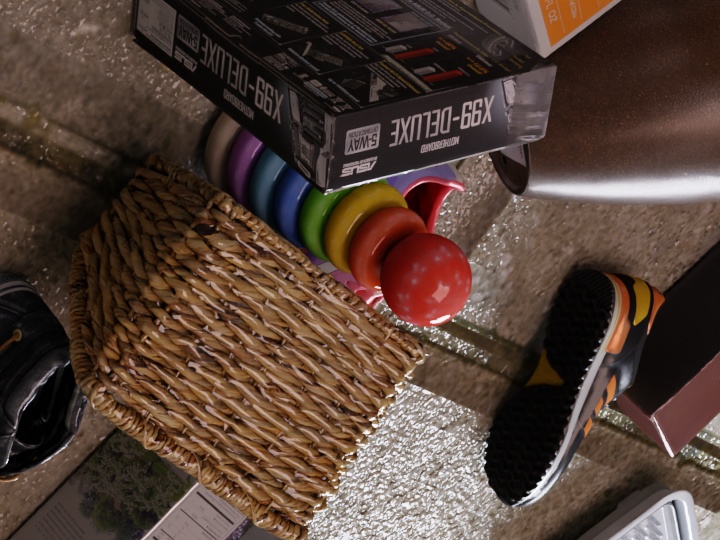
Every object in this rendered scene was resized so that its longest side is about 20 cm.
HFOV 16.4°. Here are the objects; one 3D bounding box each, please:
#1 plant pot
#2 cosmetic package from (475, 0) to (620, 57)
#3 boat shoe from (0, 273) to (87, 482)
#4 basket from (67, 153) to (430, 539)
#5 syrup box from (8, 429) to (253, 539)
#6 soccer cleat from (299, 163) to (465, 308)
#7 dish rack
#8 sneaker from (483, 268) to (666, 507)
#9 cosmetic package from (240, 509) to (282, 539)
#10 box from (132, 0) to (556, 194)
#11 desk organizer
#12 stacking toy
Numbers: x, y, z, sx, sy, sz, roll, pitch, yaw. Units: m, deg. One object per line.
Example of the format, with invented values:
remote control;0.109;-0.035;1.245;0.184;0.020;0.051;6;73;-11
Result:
plant pot;0.184;-0.119;1.641;0.198;0.187;0.188;-15;133;-14
cosmetic package;0.160;-0.238;1.582;0.200;0.071;0.102;-38;141;-13
boat shoe;-0.233;0.107;1.491;0.071;0.091;0.201;10;115;-47
basket;-0.089;0.044;1.513;0.200;0.143;0.150;37;86;-34
syrup box;-0.133;0.155;1.636;0.200;0.079;0.081;-46;142;-2
soccer cleat;0.000;0.000;1.630;0.066;0.076;0.201;8;116;-46
dish rack;0.195;0.269;2.072;0.199;0.044;0.172;-35;139;-16
sneaker;0.168;0.093;1.873;0.090;0.070;0.201;5;117;-41
cosmetic package;-0.050;0.252;1.703;0.106;0.200;0.091;2;123;-47
box;-0.012;-0.124;1.414;0.157;0.200;0.050;-15;128;-34
desk organizer;0.282;0.044;1.939;0.200;0.072;0.077;-42;144;-6
stacking toy;-0.008;-0.032;1.493;0.085;0.200;0.086;-24;134;-27
